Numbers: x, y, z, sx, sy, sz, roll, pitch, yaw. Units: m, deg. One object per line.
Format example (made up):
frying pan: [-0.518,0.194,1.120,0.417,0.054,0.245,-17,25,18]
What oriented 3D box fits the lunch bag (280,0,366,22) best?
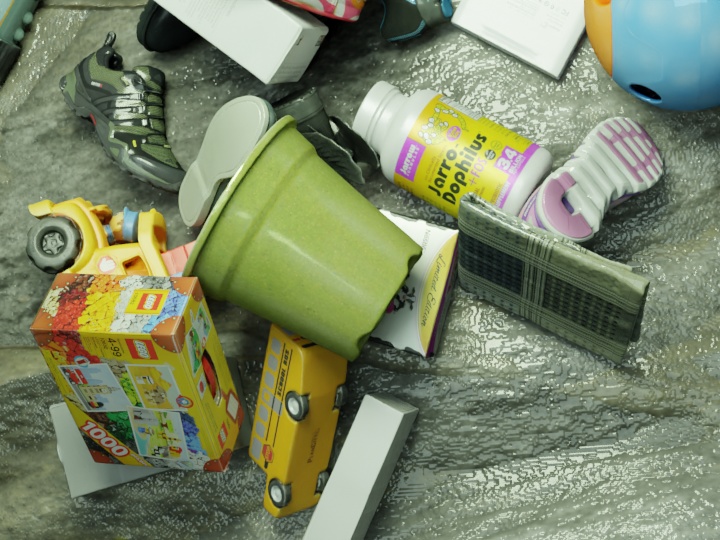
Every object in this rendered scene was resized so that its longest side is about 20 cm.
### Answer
lunch bag: [-0.083,-0.334,1.188,0.197,0.177,0.083,18,116,-21]

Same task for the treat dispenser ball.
treat dispenser ball: [0.311,-0.254,1.119,0.197,0.201,0.205,-1,87,14]

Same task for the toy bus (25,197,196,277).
toy bus: [-0.248,-0.001,1.290,0.189,0.136,0.203,-24,79,-2]

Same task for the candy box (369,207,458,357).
candy box: [0.000,0.000,1.255,0.197,0.061,0.139,15,90,14]

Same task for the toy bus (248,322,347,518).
toy bus: [-0.067,0.154,1.233,0.078,0.064,0.203,33,122,38]

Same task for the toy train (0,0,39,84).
toy train: [-0.430,-0.314,1.373,0.113,0.085,0.202,31,93,1]

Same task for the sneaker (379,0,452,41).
sneaker: [0.025,-0.342,1.261,0.081,0.073,0.203,-25,78,21]

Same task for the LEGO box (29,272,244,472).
LEGO box: [-0.211,0.101,1.150,0.146,0.202,0.078,2,44,15]

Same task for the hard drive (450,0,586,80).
hard drive: [0.198,-0.321,1.240,0.131,0.025,0.202,29,95,14]

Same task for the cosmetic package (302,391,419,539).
cosmetic package: [-0.006,0.229,1.235,0.050,0.082,0.203,24,92,16]

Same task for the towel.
towel: [0.184,0.007,1.147,0.198,0.193,0.035,27,70,16]

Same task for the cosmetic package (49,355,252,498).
cosmetic package: [-0.227,0.170,1.292,0.197,0.090,0.109,-16,84,15]

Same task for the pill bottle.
pill bottle: [0.091,-0.117,1.216,0.198,0.104,0.105,29,94,14]

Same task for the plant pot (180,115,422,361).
plant pot: [-0.046,-0.016,1.152,0.183,0.200,0.202,32,95,2]

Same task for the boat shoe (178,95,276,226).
boat shoe: [-0.129,-0.115,1.245,0.200,0.061,0.074,-48,56,45]

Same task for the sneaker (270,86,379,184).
sneaker: [-0.071,-0.130,1.256,0.198,0.060,0.105,-9,117,50]

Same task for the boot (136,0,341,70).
boot: [-0.129,-0.272,1.292,0.200,0.076,0.168,-43,75,2]

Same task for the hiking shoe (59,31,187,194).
hiking shoe: [-0.248,-0.175,1.318,0.101,0.076,0.200,-46,77,11]

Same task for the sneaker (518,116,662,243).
sneaker: [0.220,-0.080,1.168,0.199,0.088,0.081,-37,86,-35]

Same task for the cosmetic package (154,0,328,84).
cosmetic package: [-0.139,-0.275,1.206,0.199,0.102,0.074,38,108,7]
